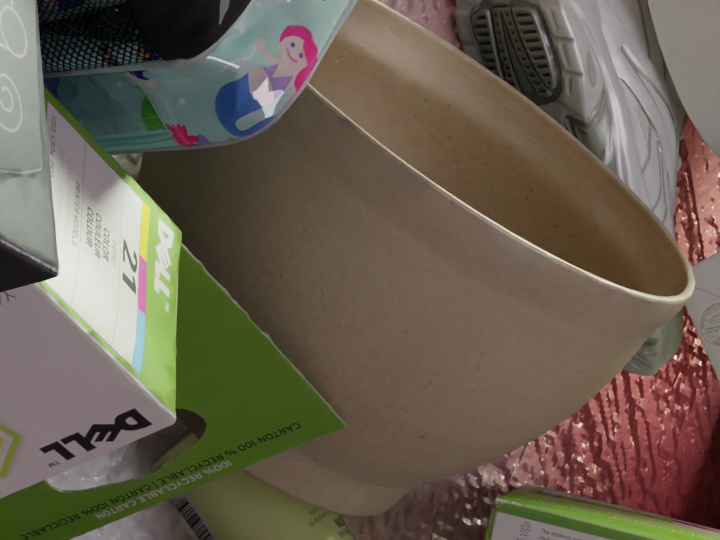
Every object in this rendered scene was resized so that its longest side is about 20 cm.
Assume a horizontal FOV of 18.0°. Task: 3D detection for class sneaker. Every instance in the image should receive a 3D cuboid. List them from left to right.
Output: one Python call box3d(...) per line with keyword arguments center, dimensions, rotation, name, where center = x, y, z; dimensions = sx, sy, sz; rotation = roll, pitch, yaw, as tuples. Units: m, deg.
box3d(center=(0.112, -0.054, 0.948), dimensions=(0.099, 0.078, 0.201), rotation=(-33, 119, -35), name="sneaker")

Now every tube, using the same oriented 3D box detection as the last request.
box3d(center=(-0.001, 0.139, 0.838), dimensions=(0.058, 0.052, 0.201), rotation=(-30, 82, -40), name="tube")

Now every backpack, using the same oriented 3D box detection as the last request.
box3d(center=(-0.085, -0.127, 0.683), dimensions=(0.151, 0.199, 0.178), rotation=(58, 47, -37), name="backpack")

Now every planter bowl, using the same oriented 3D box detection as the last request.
box3d(center=(0.000, 0.000, 0.803), dimensions=(0.199, 0.200, 0.135), rotation=(19, 112, -41), name="planter bowl")

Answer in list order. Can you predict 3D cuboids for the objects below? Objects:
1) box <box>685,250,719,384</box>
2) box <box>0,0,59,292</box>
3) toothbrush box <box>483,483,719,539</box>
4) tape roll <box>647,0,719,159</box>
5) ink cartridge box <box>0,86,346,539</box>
box3d(center=(0.223, 0.012, 0.980), dimensions=(0.200, 0.116, 0.060), rotation=(11, 52, -63), name="box")
box3d(center=(-0.187, -0.039, 0.536), dimensions=(0.122, 0.198, 0.107), rotation=(35, 44, -62), name="box")
box3d(center=(0.118, 0.142, 0.884), dimensions=(0.200, 0.144, 0.087), rotation=(33, 71, -80), name="toothbrush box")
box3d(center=(0.219, -0.143, 0.939), dimensions=(0.202, 0.138, 0.205), rotation=(13, 74, -54), name="tape roll")
box3d(center=(-0.111, 0.042, 0.673), dimensions=(0.200, 0.147, 0.076), rotation=(48, 27, -40), name="ink cartridge box")
